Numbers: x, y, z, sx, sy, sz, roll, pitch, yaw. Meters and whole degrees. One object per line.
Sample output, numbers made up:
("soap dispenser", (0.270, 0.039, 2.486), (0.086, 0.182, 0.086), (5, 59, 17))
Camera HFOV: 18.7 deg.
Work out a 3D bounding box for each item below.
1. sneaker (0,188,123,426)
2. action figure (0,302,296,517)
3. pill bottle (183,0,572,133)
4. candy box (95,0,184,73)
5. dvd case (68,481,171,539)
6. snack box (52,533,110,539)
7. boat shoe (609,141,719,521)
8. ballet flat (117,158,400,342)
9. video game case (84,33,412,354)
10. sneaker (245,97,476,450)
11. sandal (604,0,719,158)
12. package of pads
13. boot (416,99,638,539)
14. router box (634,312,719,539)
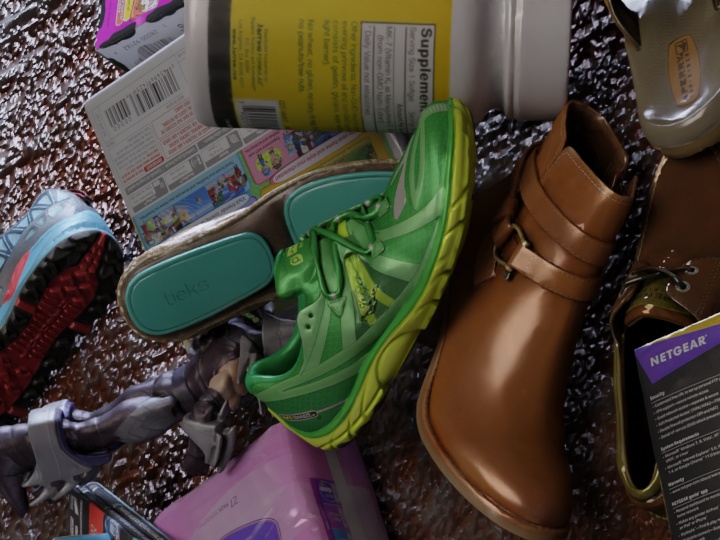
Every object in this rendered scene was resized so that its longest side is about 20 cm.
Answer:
("sneaker", (-0.233, 0.029, 1.431), (0.200, 0.079, 0.096), (-44, 41, 13))
("action figure", (-0.109, 0.074, 1.235), (0.199, 0.070, 0.130), (-23, 14, 10))
("pill bottle", (0.012, -0.130, 1.160), (0.198, 0.114, 0.115), (2, 74, 4))
("candy box", (-0.068, -0.210, 1.340), (0.199, 0.061, 0.137), (-23, 49, 37))
("dvd case", (-0.123, 0.214, 1.222), (0.200, 0.022, 0.147), (-159, 69, -63))
("snack box", (-0.138, 0.257, 1.190), (0.201, 0.037, 0.117), (64, 145, 38))
("boat shoe", (0.160, 0.021, 1.059), (0.072, 0.068, 0.202), (-15, 65, 41))
("ballet flat", (-0.039, -0.018, 1.209), (0.198, 0.065, 0.071), (-16, 101, 4))
("video game case", (-0.057, -0.061, 1.276), (0.199, 0.022, 0.183), (-29, 81, 33))
("sneaker", (0.000, 0.000, 1.122), (0.074, 0.083, 0.201), (-83, 19, -70))
("sandal", (0.152, -0.145, 1.118), (0.080, 0.054, 0.201), (-31, 43, 29))
("package of pads", (-0.035, 0.191, 1.180), (0.120, 0.075, 0.201), (-41, 52, 30))
("boot", (0.097, 0.023, 1.101), (0.156, 0.076, 0.201), (-52, 29, 29))
("router box", (0.199, 0.117, 0.898), (0.052, 0.199, 0.158), (-26, 59, 33))
